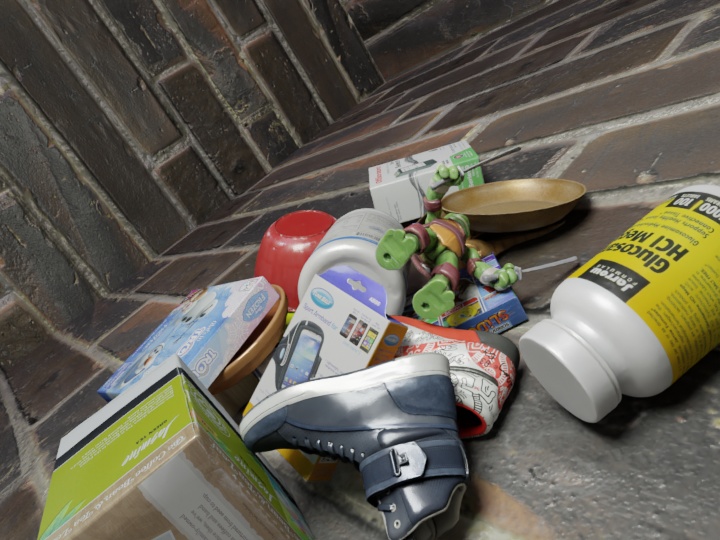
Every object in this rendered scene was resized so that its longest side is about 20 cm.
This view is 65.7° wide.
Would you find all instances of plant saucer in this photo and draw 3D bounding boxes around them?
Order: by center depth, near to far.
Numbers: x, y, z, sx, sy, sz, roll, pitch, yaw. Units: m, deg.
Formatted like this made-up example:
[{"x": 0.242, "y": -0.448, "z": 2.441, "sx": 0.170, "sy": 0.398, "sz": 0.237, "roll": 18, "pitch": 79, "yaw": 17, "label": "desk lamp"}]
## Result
[{"x": -0.176, "y": 0.100, "z": 0.768, "sx": 0.200, "sy": 0.037, "sz": 0.200, "roll": -29, "pitch": 25, "yaw": 15, "label": "plant saucer"}, {"x": 0.211, "y": -0.090, "z": 0.783, "sx": 0.199, "sy": 0.036, "sz": 0.200, "roll": -8, "pitch": 18, "yaw": 3, "label": "plant saucer"}]

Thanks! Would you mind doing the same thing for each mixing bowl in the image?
[{"x": -0.090, "y": -0.032, "z": 0.934, "sx": 0.199, "sy": 0.109, "sz": 0.200, "roll": -4, "pitch": 31, "yaw": 2, "label": "mixing bowl"}]

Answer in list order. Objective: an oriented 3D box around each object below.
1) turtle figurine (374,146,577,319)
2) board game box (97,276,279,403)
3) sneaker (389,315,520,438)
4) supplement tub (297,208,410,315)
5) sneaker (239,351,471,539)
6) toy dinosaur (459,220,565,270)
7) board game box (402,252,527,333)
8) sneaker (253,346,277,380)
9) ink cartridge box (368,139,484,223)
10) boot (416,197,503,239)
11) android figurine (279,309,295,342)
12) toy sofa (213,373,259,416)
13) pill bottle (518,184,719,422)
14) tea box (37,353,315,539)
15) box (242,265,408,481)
[{"x": 0.117, "y": -0.043, "z": 0.615, "sx": 0.199, "sy": 0.144, "sz": 0.194, "roll": 3, "pitch": 25, "yaw": 31, "label": "turtle figurine"}, {"x": -0.230, "y": 0.099, "z": 0.743, "sx": 0.199, "sy": 0.043, "sz": 0.200, "roll": -9, "pitch": 36, "yaw": 44, "label": "board game box"}, {"x": 0.051, "y": 0.108, "z": 0.565, "sx": 0.201, "sy": 0.067, "sz": 0.108, "roll": 3, "pitch": 39, "yaw": 30, "label": "sneaker"}, {"x": 0.000, "y": 0.000, "z": 0.736, "sx": 0.132, "sy": 0.132, "sz": 0.200, "roll": -27, "pitch": 12, "yaw": 15, "label": "supplement tub"}, {"x": -0.009, "y": 0.164, "z": 0.464, "sx": 0.202, "sy": 0.077, "sz": 0.147, "roll": -19, "pitch": 58, "yaw": 14, "label": "sneaker"}, {"x": 0.172, "y": -0.028, "z": 0.784, "sx": 0.199, "sy": 0.061, "sz": 0.106, "roll": -22, "pitch": 30, "yaw": -8, "label": "toy dinosaur"}, {"x": 0.095, "y": 0.060, "z": 0.698, "sx": 0.200, "sy": 0.035, "sz": 0.135, "roll": -28, "pitch": 20, "yaw": 13, "label": "board game box"}, {"x": -0.061, "y": 0.135, "z": 0.717, "sx": 0.115, "sy": 0.081, "sz": 0.199, "roll": -35, "pitch": 27, "yaw": -16, "label": "sneaker"}, {"x": 0.119, "y": -0.162, "z": 1.038, "sx": 0.199, "sy": 0.084, "sz": 0.146, "roll": -15, "pitch": 24, "yaw": 7, "label": "ink cartridge box"}, {"x": 0.163, "y": -0.084, "z": 0.871, "sx": 0.200, "sy": 0.076, "sz": 0.074, "roll": -38, "pitch": 18, "yaw": -18, "label": "boot"}, {"x": -0.134, "y": 0.072, "z": 0.928, "sx": 0.200, "sy": 0.041, "sz": 0.182, "roll": 12, "pitch": 28, "yaw": 36, "label": "android figurine"}, {"x": -0.235, "y": 0.161, "z": 0.893, "sx": 0.098, "sy": 0.083, "sz": 0.200, "roll": -42, "pitch": 22, "yaw": -11, "label": "toy sofa"}, {"x": 0.233, "y": 0.028, "z": 0.456, "sx": 0.200, "sy": 0.113, "sz": 0.112, "roll": -36, "pitch": 21, "yaw": -9, "label": "pill bottle"}, {"x": -0.145, "y": 0.210, "z": 0.480, "sx": 0.134, "sy": 0.200, "sz": 0.197, "roll": -38, "pitch": 22, "yaw": -12, "label": "tea box"}, {"x": -0.035, "y": 0.097, "z": 0.580, "sx": 0.119, "sy": 0.041, "sz": 0.200, "roll": 30, "pitch": 92, "yaw": 40, "label": "box"}]
